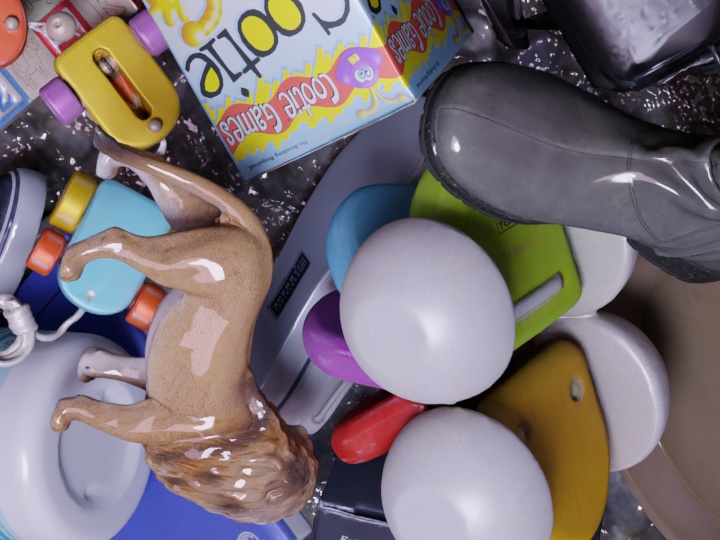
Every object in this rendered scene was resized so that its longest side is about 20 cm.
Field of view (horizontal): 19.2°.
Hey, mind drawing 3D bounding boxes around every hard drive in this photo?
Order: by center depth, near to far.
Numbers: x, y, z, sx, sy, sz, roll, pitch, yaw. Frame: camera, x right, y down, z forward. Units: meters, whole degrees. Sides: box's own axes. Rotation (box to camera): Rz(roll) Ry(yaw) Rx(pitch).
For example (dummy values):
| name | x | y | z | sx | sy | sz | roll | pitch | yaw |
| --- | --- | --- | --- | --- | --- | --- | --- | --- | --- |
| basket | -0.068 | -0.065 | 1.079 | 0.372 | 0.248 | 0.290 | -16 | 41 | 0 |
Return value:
| name | x | y | z | sx | sy | sz | roll | pitch | yaw |
| --- | --- | --- | --- | --- | --- | --- | --- | --- | --- |
| hard drive | -0.126 | 0.094 | 1.144 | 0.200 | 0.025 | 0.132 | 52 | 128 | 9 |

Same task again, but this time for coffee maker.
| name | x | y | z | sx | sy | sz | roll | pitch | yaw |
| --- | --- | --- | --- | --- | --- | --- | --- | --- | --- |
| coffee maker | 0.105 | -0.190 | 0.906 | 0.135 | 0.192 | 0.200 | -37 | 102 | -13 |

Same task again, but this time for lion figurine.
| name | x | y | z | sx | sy | sz | roll | pitch | yaw |
| --- | --- | --- | --- | --- | --- | --- | --- | --- | --- |
| lion figurine | -0.074 | 0.030 | 0.985 | 0.122 | 0.073 | 0.200 | 12 | 126 | 8 |

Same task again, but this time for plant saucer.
| name | x | y | z | sx | sy | sz | roll | pitch | yaw |
| --- | --- | --- | --- | --- | --- | --- | --- | --- | --- |
| plant saucer | 0.192 | 0.070 | 1.039 | 0.200 | 0.029 | 0.201 | 31 | 132 | 41 |

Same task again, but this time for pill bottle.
| name | x | y | z | sx | sy | sz | roll | pitch | yaw |
| --- | --- | --- | --- | --- | --- | --- | --- | --- | --- |
| pill bottle | -0.215 | 0.083 | 1.108 | 0.200 | 0.111 | 0.111 | 2 | 115 | 30 |

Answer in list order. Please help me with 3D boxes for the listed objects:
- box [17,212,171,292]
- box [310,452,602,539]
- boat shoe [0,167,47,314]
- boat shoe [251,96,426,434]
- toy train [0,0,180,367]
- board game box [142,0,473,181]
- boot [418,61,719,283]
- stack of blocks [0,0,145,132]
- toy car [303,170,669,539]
| name | x | y | z | sx | sy | sz | roll | pitch | yaw |
| --- | --- | --- | --- | --- | --- | --- | --- | --- | --- |
| box | -0.137 | 0.081 | 1.209 | 0.144 | 0.036 | 0.200 | 23 | 121 | 9 |
| box | 0.042 | 0.194 | 1.146 | 0.148 | 0.104 | 0.200 | 14 | 118 | 5 |
| boat shoe | -0.252 | 0.004 | 1.169 | 0.091 | 0.071 | 0.200 | 23 | 132 | -26 |
| boat shoe | 0.000 | 0.000 | 1.108 | 0.065 | 0.074 | 0.200 | 22 | 116 | -32 |
| toy train | -0.160 | -0.059 | 1.051 | 0.150 | 0.056 | 0.201 | -12 | 93 | -10 |
| board game box | -0.047 | -0.164 | 1.020 | 0.103 | 0.105 | 0.200 | -23 | 105 | 27 |
| boot | 0.135 | -0.045 | 0.888 | 0.200 | 0.068 | 0.131 | 19 | 167 | -32 |
| stack of blocks | -0.206 | -0.134 | 1.118 | 0.200 | 0.059 | 0.115 | -36 | 98 | 30 |
| toy car | 0.045 | 0.039 | 1.008 | 0.150 | 0.175 | 0.201 | 0 | 111 | 38 |
